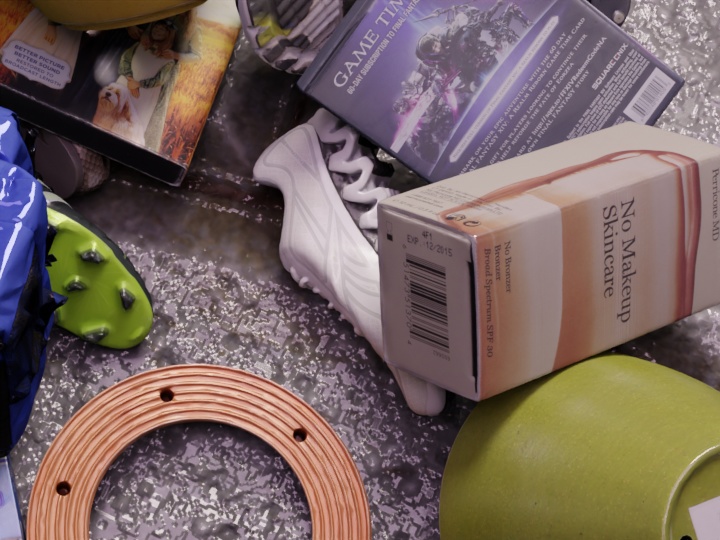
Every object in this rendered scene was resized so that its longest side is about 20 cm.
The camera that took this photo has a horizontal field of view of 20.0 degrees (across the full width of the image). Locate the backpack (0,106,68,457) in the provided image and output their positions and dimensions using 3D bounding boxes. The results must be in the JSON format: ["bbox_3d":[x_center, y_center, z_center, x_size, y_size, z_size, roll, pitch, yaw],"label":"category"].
[{"bbox_3d":[-0.235,0.010,1.099,0.162,0.200,0.168,15,60,4],"label":"backpack"}]

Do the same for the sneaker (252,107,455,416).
[{"bbox_3d":[0.000,0.000,1.227,0.081,0.075,0.201,-25,76,11],"label":"sneaker"}]

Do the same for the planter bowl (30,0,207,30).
[{"bbox_3d":[-0.137,-0.190,1.176,0.200,0.200,0.084,-13,110,-8],"label":"planter bowl"}]

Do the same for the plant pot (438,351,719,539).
[{"bbox_3d":[0.162,0.134,1.085,0.186,0.200,0.188,1,86,-17],"label":"plant pot"}]

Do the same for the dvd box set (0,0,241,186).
[{"bbox_3d":[-0.144,-0.165,1.255,0.146,0.029,0.201,25,60,-10],"label":"dvd box set"}]

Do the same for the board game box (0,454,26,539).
[{"bbox_3d":[-0.278,0.088,1.190,0.135,0.034,0.201,-11,71,-7],"label":"board game box"}]

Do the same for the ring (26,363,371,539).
[{"bbox_3d":[-0.093,0.151,1.180,0.200,0.019,0.201,3,68,-8],"label":"ring"}]

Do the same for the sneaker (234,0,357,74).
[{"bbox_3d":[-0.042,-0.161,1.217,0.074,0.200,0.085,-41,65,0],"label":"sneaker"}]

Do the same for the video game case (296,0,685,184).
[{"bbox_3d":[0.080,-0.111,1.209,0.200,0.019,0.143,34,96,-24],"label":"video game case"}]

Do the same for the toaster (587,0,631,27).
[{"bbox_3d":[0.095,-0.236,1.245,0.113,0.201,0.129,-14,27,-8],"label":"toaster"}]

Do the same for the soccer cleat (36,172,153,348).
[{"bbox_3d":[-0.199,-0.033,1.217,0.200,0.081,0.068,40,111,-10],"label":"soccer cleat"}]

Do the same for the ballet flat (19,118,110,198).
[{"bbox_3d":[-0.216,-0.130,1.263,0.046,0.067,0.200,-26,73,-40],"label":"ballet flat"}]

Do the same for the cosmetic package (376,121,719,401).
[{"bbox_3d":[0.112,-0.009,1.162,0.200,0.104,0.087,-21,27,-35],"label":"cosmetic package"}]
